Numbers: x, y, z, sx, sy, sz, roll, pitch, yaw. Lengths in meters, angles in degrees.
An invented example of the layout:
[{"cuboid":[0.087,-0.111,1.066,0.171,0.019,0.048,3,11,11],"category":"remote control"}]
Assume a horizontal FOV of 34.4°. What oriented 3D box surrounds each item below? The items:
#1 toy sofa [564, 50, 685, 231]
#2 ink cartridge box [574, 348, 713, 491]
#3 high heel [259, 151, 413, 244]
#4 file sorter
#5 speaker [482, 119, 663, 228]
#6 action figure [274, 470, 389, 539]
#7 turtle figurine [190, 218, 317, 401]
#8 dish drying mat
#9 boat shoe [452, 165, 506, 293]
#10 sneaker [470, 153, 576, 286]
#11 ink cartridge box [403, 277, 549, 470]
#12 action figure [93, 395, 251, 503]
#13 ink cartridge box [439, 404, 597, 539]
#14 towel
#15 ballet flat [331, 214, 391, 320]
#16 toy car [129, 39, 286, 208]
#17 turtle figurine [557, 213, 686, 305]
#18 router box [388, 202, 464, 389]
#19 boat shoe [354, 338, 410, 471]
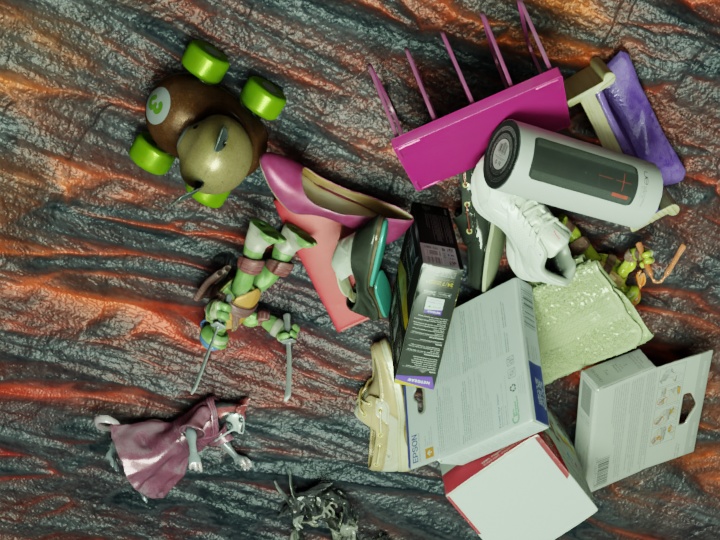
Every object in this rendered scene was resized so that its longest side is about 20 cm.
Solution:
[{"cuboid":[0.325,-0.159,1.413,0.097,0.083,0.201,-27,111,12],"category":"toy sofa"},{"cuboid":[0.373,0.191,1.556,0.175,0.045,0.201,-17,131,-16],"category":"ink cartridge box"},{"cuboid":[-0.028,-0.093,1.406,0.095,0.068,0.200,-27,125,34],"category":"high heel"},{"cuboid":[0.124,-0.206,1.347,0.198,0.139,0.126,-23,70,7],"category":"file sorter"},{"cuboid":[0.243,-0.108,1.322,0.198,0.081,0.082,14,113,-23],"category":"speaker"},{"cuboid":[-0.043,0.369,1.625,0.200,0.102,0.119,41,118,-18],"category":"action figure"},{"cuboid":[-0.121,0.048,1.445,0.143,0.200,0.195,21,109,-22],"category":"turtle figurine"},{"cuboid":[-0.037,-0.018,1.504,0.076,0.018,0.201,-23,112,8],"category":"dish drying mat"},{"cuboid":[0.151,-0.068,1.461,0.062,0.074,0.203,10,119,19],"category":"boat shoe"},{"cuboid":[0.204,-0.060,1.376,0.078,0.099,0.200,-46,124,-13],"category":"sneaker"},{"cuboid":[0.139,0.136,1.460,0.199,0.201,0.040,-28,140,36],"category":"ink cartridge box"},{"cuboid":[-0.235,0.222,1.580,0.199,0.134,0.150,-34,67,0],"category":"action figure"},{"cuboid":[0.195,0.248,1.522,0.144,0.200,0.146,-36,110,12],"category":"ink cartridge box"},{"cuboid":[0.259,0.069,1.494,0.199,0.037,0.149,-29,110,40],"category":"towel"},{"cuboid":[0.000,0.000,1.429,0.068,0.069,0.201,10,146,9],"category":"ballet flat"},{"cuboid":[-0.185,-0.147,1.348,0.157,0.200,0.165,30,109,-13],"category":"toy car"},{"cuboid":[0.306,-0.005,1.485,0.161,0.065,0.200,34,129,-5],"category":"turtle figurine"},{"cuboid":[0.076,0.027,1.425,0.052,0.200,0.159,10,113,-5],"category":"router box"},{"cuboid":[0.026,0.188,1.562,0.068,0.074,0.202,-9,113,-2],"category":"boat shoe"}]
